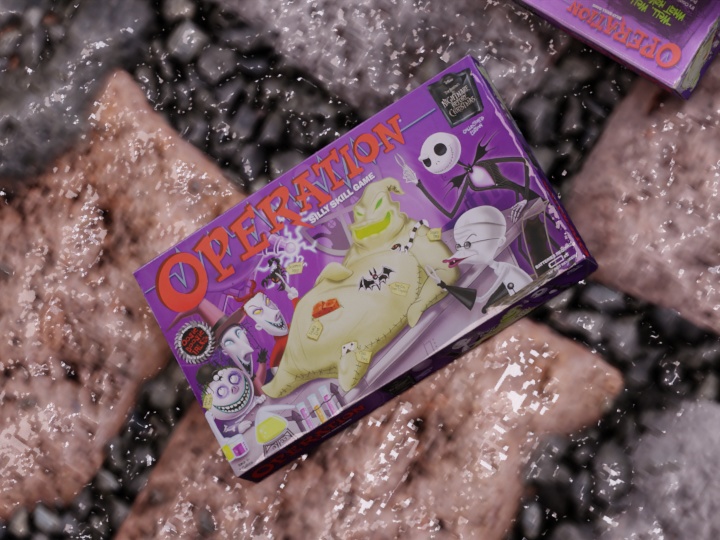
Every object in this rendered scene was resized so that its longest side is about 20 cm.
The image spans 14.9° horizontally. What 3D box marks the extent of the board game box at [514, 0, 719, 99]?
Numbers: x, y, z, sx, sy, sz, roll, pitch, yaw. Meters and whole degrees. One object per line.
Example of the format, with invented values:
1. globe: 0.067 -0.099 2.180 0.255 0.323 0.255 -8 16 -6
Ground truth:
1. board game box: 0.102 -0.180 1.305 0.200 0.032 0.120 34 89 23

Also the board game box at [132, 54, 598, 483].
1. board game box: 0.000 0.000 1.320 0.200 0.032 0.120 -33 67 12
